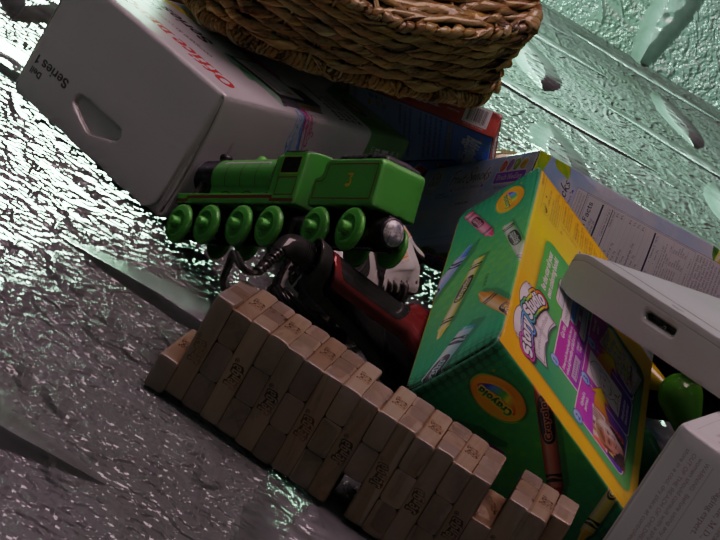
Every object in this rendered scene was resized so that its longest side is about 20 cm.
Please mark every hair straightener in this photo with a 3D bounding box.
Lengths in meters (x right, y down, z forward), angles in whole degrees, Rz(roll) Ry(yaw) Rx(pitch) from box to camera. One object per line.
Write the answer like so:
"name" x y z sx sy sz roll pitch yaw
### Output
"hair straightener" -0.008 0.038 1.073 0.200 0.077 0.041 33 38 -46

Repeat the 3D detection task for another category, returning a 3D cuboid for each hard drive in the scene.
"hard drive" 0.210 0.046 1.110 0.199 0.027 0.132 17 14 -47

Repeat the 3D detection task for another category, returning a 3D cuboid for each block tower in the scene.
"block tower" 0.002 0.079 0.973 0.199 0.058 0.054 32 14 6

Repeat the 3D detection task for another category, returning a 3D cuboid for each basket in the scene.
"basket" -0.005 -0.159 1.311 0.198 0.149 0.144 11 53 -26

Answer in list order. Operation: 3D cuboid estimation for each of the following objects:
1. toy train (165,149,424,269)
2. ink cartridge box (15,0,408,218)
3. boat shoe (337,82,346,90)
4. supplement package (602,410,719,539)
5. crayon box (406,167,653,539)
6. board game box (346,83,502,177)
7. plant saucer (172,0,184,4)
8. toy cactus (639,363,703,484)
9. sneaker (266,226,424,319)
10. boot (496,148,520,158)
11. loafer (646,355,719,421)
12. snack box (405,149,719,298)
"toy train" -0.038 -0.034 1.111 0.042 0.057 0.199 22 -11 -35
"ink cartridge box" -0.088 -0.095 1.293 0.145 0.084 0.199 40 17 29
"boat shoe" 0.012 -0.129 1.508 0.072 0.073 0.199 -5 -17 39
"supplement package" 0.212 0.169 0.983 0.199 0.118 0.117 37 15 19
"crayon box" 0.093 0.045 1.096 0.119 0.058 0.200 53 25 -16
"board game box" 0.041 -0.083 1.435 0.102 0.020 0.200 23 -14 6
"plant saucer" -0.051 -0.205 1.529 0.197 0.037 0.200 -3 6 -16
"toy cactus" 0.198 0.122 1.191 0.200 0.102 0.165 39 24 -6
"sneaker" 0.000 0.000 1.195 0.080 0.074 0.200 42 19 -7
"boot" 0.169 -0.013 1.584 0.199 0.073 0.156 32 9 -17
"loafer" 0.210 0.053 1.294 0.198 0.073 0.072 24 44 -2
"snack box" 0.147 -0.003 1.387 0.199 0.068 0.168 26 -11 -21
